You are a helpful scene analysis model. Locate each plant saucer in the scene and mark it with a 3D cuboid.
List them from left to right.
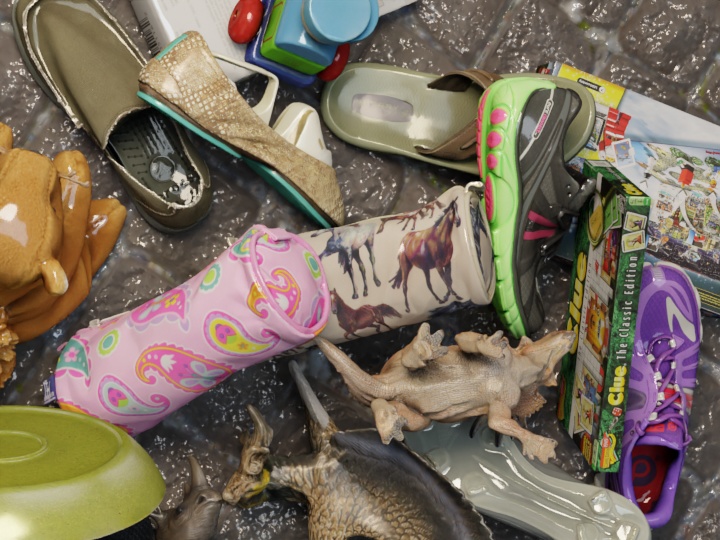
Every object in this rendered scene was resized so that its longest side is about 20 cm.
[{"bbox_3d":[-0.217,0.119,1.002,0.198,0.200,0.031,-1,103,-17],"label":"plant saucer"}]

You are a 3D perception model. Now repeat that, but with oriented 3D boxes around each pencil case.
[{"bbox_3d":[-0.115,0.044,1.085,0.199,0.087,0.088,-28,100,29],"label":"pencil case"},{"bbox_3d":[0.000,0.000,1.123,0.199,0.078,0.090,-14,94,20],"label":"pencil case"}]

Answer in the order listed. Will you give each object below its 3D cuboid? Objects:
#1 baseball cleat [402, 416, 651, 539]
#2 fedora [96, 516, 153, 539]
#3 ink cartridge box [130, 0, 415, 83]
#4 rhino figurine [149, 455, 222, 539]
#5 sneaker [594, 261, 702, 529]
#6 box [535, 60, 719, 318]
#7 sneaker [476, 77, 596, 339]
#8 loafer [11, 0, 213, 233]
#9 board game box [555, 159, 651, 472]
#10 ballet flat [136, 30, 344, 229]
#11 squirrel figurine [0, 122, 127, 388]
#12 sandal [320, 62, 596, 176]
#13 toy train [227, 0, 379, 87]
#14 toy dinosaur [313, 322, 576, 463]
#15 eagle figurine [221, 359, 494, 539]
[{"bbox_3d":[0.117,0.167,1.211,0.199,0.107,0.070,31,72,16],"label":"baseball cleat"},{"bbox_3d":[-0.210,0.177,1.088,0.200,0.201,0.092,32,47,-14],"label":"fedora"},{"bbox_3d":[-0.073,-0.228,1.174,0.199,0.047,0.161,-27,97,-24],"label":"ink cartridge box"},{"bbox_3d":[-0.117,0.228,1.132,0.059,0.087,0.202,-2,91,-37],"label":"rhino figurine"},{"bbox_3d":[0.222,0.094,1.219,0.080,0.083,0.202,0,98,-7],"label":"sneaker"},{"bbox_3d":[0.208,-0.059,1.254,0.199,0.038,0.138,19,86,-16],"label":"box"},{"bbox_3d":[0.125,-0.038,1.159,0.083,0.077,0.201,-6,121,-8],"label":"sneaker"},{"bbox_3d":[-0.162,-0.116,1.127,0.075,0.070,0.200,-40,100,-13],"label":"loafer"},{"bbox_3d":[0.172,0.031,1.180,0.023,0.105,0.202,2,107,-7],"label":"board game box"},{"bbox_3d":[-0.064,-0.096,1.127,0.200,0.070,0.066,36,88,-43],"label":"ballet flat"},{"bbox_3d":[-0.235,0.006,1.043,0.141,0.187,0.201,29,82,-14],"label":"squirrel figurine"},{"bbox_3d":[0.071,-0.110,1.184,0.199,0.057,0.081,4,82,-2],"label":"sandal"},{"bbox_3d":[-0.012,-0.231,1.111,0.084,0.116,0.201,21,79,-21],"label":"toy train"},{"bbox_3d":[0.058,0.079,1.126,0.198,0.136,0.087,4,89,-8],"label":"toy dinosaur"},{"bbox_3d":[0.006,0.167,1.142,0.198,0.152,0.152,12,123,0],"label":"eagle figurine"}]
